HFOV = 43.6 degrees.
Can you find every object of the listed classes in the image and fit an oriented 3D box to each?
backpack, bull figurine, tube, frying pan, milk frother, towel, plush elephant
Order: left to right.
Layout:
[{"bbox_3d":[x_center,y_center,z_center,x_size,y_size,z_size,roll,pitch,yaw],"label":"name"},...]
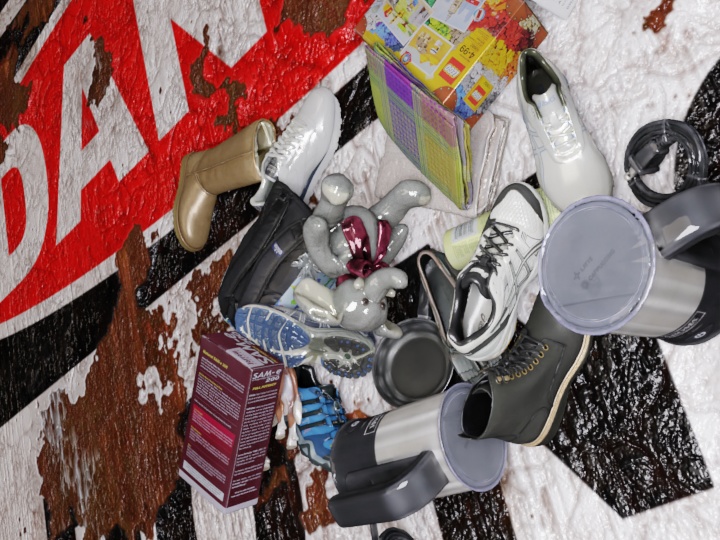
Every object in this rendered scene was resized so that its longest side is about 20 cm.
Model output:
[{"bbox_3d":[-0.144,0.205,1.235,0.200,0.064,0.123,-48,49,40],"label":"bull figurine"},{"bbox_3d":[-0.115,0.008,1.272,0.201,0.154,0.163,-48,56,2],"label":"backpack"},{"bbox_3d":[0.000,0.000,1.090,0.200,0.162,0.157,-46,56,34],"label":"plush elephant"},{"bbox_3d":[0.063,0.083,1.137,0.113,0.031,0.194,-19,61,22],"label":"frying pan"},{"bbox_3d":[0.072,-0.173,1.077,0.022,0.145,0.200,-29,51,-14],"label":"towel"},{"bbox_3d":[0.079,0.261,1.038,0.186,0.200,0.182,-25,25,43],"label":"milk frother"},{"bbox_3d":[0.097,-0.143,1.143,0.198,0.034,0.136,14,94,45],"label":"towel"},{"bbox_3d":[0.188,-0.053,1.034,0.197,0.052,0.059,-23,108,34],"label":"tube"},{"bbox_3d":[0.260,-0.047,0.849,0.182,0.186,0.201,-54,51,24],"label":"milk frother"}]

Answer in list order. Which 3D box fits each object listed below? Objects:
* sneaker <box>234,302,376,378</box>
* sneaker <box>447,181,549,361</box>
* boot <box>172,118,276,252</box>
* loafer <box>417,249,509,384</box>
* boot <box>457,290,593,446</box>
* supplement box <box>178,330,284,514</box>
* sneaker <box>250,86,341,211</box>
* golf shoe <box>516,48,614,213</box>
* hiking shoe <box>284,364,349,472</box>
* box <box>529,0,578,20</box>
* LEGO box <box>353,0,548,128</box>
[{"bbox_3d":[-0.070,0.085,1.198,0.196,0.085,0.079,17,115,5],"label":"sneaker"},{"bbox_3d":[0.148,-0.001,0.976,0.074,0.087,0.205,14,89,31],"label":"sneaker"},{"bbox_3d":[-0.217,-0.133,1.434,0.197,0.065,0.180,-11,77,42],"label":"boot"},{"bbox_3d":[0.116,0.064,1.064,0.071,0.063,0.203,-34,62,18],"label":"loafer"},{"bbox_3d":[0.176,0.090,0.957,0.076,0.137,0.205,12,92,44],"label":"boot"},{"bbox_3d":[-0.169,0.194,1.163,0.108,0.060,0.205,26,111,39],"label":"supplement box"},{"bbox_3d":[-0.093,-0.172,1.305,0.076,0.079,0.204,33,106,44],"label":"sneaker"},{"bbox_3d":[0.209,-0.148,0.970,0.077,0.097,0.203,-26,61,15],"label":"golf shoe"},{"bbox_3d":[-0.051,0.199,1.212,0.199,0.073,0.088,33,111,42],"label":"hiking shoe"},{"bbox_3d":[0.192,-0.432,1.021,0.199,0.129,0.202,49,117,37],"label":"box"},{"bbox_3d":[0.106,-0.291,1.101,0.150,0.077,0.200,-50,51,9],"label":"LEGO box"}]
